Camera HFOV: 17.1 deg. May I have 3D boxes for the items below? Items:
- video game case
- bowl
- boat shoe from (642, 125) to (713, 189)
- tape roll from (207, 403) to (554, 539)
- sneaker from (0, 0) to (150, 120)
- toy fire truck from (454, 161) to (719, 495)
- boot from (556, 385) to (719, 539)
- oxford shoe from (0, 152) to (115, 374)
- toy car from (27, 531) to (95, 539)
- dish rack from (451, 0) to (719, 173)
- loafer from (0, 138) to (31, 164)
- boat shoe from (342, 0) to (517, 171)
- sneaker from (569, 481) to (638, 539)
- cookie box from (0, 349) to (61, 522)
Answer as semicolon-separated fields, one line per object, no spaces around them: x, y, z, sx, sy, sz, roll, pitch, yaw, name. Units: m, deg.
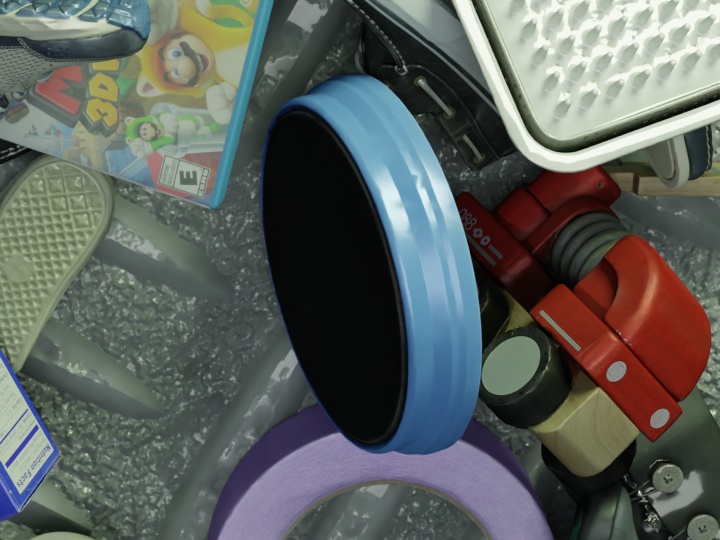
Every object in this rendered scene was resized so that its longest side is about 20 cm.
-0.148;-0.127;1.211;0.199;0.018;0.144;19;114;7;video game case
0.000;0.000;1.235;0.039;0.200;0.202;-14;105;-21;bowl
0.163;-0.145;1.264;0.061;0.075;0.201;-10;80;-16;boat shoe
0.012;0.174;1.347;0.198;0.066;0.202;-1;104;-4;tape roll
-0.190;-0.106;1.189;0.199;0.077;0.086;-1;120;22;sneaker
0.138;0.000;1.266;0.200;0.176;0.129;-44;130;1;toy fire truck
0.227;0.140;1.357;0.164;0.066;0.201;-35;99;3;boot
-0.196;0.006;1.301;0.075;0.058;0.200;38;113;-9;oxford shoe
-0.199;0.249;1.301;0.198;0.150;0.176;-6;112;-2;toy car
0.138;-0.147;1.198;0.199;0.044;0.173;-20;82;-14;dish rack
-0.159;-0.112;1.264;0.200;0.070;0.068;-32;103;5;loafer
0.032;-0.107;1.241;0.071;0.072;0.200;-41;135;10;boat shoe
0.156;0.187;1.320;0.087;0.075;0.201;9;139;10;sneaker
-0.283;0.059;1.273;0.170;0.075;0.201;-23;104;22;cookie box
